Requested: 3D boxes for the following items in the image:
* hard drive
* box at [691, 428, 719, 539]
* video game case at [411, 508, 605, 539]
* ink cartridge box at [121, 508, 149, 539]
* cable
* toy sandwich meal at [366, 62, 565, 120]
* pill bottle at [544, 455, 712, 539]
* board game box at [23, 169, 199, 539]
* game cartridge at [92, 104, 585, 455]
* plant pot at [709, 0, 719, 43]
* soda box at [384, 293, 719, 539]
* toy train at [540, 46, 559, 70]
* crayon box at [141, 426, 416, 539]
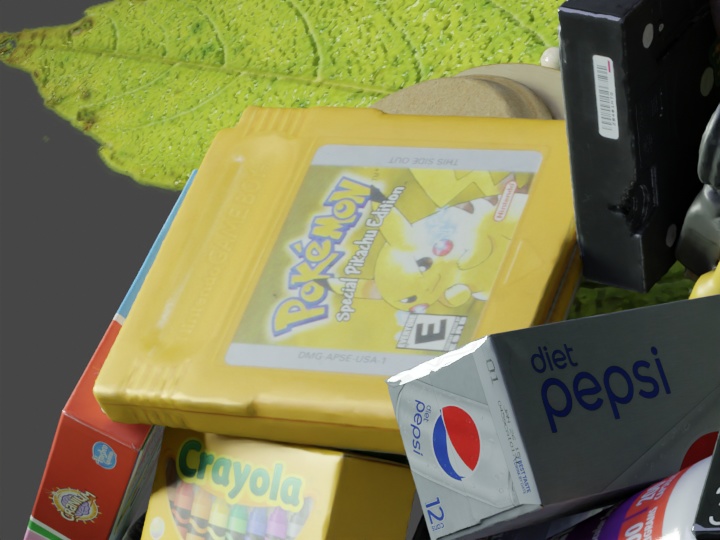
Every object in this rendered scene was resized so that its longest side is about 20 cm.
[{"bbox_3d":[0.150,-0.101,1.249,0.038,0.140,0.200,14,41,30],"label":"hard drive"},{"bbox_3d":[0.212,0.044,0.917,0.148,0.124,0.200,-2,46,28],"label":"box"},{"bbox_3d":[0.078,0.130,1.246,0.200,0.019,0.143,-22,35,49],"label":"video game case"},{"bbox_3d":[-0.094,0.178,1.433,0.200,0.068,0.116,-45,21,14],"label":"ink cartridge box"},{"bbox_3d":[0.167,-0.031,1.167,0.097,0.050,0.200,-51,-13,-20],"label":"cable"},{"bbox_3d":[0.032,-0.015,1.367,0.205,0.070,0.205,-29,37,25],"label":"toy sandwich meal"},{"bbox_3d":[0.093,0.150,1.054,0.200,0.112,0.112,-32,28,38],"label":"pill bottle"},{"bbox_3d":[-0.110,0.064,1.392,0.200,0.040,0.153,114,-179,-56],"label":"board game box"},{"bbox_3d":[0.000,0.000,1.262,0.200,0.032,0.176,5,53,26],"label":"game cartridge"},{"bbox_3d":[0.238,-0.118,1.115,0.200,0.200,0.198,-52,15,-3],"label":"plant pot"},{"bbox_3d":[0.108,0.052,1.088,0.063,0.200,0.068,-26,77,46],"label":"soda box"},{"bbox_3d":[0.115,-0.057,1.433,0.200,0.056,0.150,-44,35,7],"label":"toy train"},{"bbox_3d":[-0.045,0.141,1.275,0.126,0.052,0.200,10,87,48],"label":"crayon box"}]
